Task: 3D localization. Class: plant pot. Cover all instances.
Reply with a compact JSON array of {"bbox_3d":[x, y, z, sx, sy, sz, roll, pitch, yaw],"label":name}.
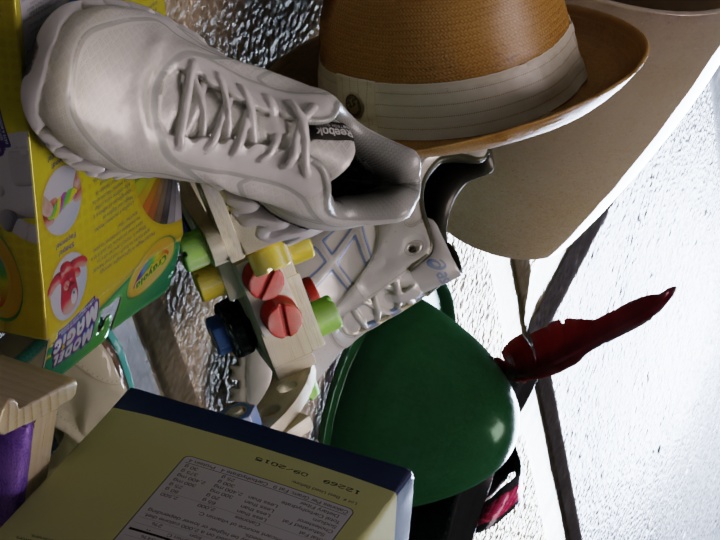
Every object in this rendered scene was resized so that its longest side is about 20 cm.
[{"bbox_3d":[0.104,-0.111,1.641,0.187,0.187,0.200,-42,156,-52],"label":"plant pot"}]

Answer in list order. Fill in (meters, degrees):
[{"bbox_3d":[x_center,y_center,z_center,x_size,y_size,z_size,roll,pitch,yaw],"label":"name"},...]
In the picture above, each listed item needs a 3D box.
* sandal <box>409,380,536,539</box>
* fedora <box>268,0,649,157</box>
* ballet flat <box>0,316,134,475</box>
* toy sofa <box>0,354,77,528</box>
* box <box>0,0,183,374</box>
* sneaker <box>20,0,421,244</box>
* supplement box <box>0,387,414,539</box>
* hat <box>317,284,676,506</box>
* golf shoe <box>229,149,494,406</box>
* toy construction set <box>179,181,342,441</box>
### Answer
[{"bbox_3d":[0.065,0.139,1.794,0.075,0.045,0.200,-28,-149,52],"label":"sandal"},{"bbox_3d":[0.038,-0.121,1.438,0.201,0.200,0.082,-43,129,-51],"label":"fedora"},{"bbox_3d":[-0.126,0.084,1.366,0.070,0.069,0.200,-62,153,-27],"label":"ballet flat"},{"bbox_3d":[-0.184,0.133,1.220,0.098,0.083,0.200,-26,129,-63],"label":"toy sofa"},{"bbox_3d":[-0.124,-0.061,1.246,0.117,0.048,0.200,-40,132,-53],"label":"box"},{"bbox_3d":[-0.053,-0.061,1.221,0.200,0.081,0.075,19,83,-47],"label":"sneaker"},{"bbox_3d":[-0.082,0.193,1.216,0.200,0.134,0.200,-49,149,-54],"label":"supplement box"},{"bbox_3d":[0.086,0.096,1.707,0.166,0.176,0.200,-66,157,-16],"label":"hat"},{"bbox_3d":[0.000,0.000,1.547,0.200,0.097,0.078,-67,159,-12],"label":"golf shoe"},{"bbox_3d":[-0.049,0.011,1.396,0.131,0.092,0.200,-132,-146,-63],"label":"toy construction set"}]
